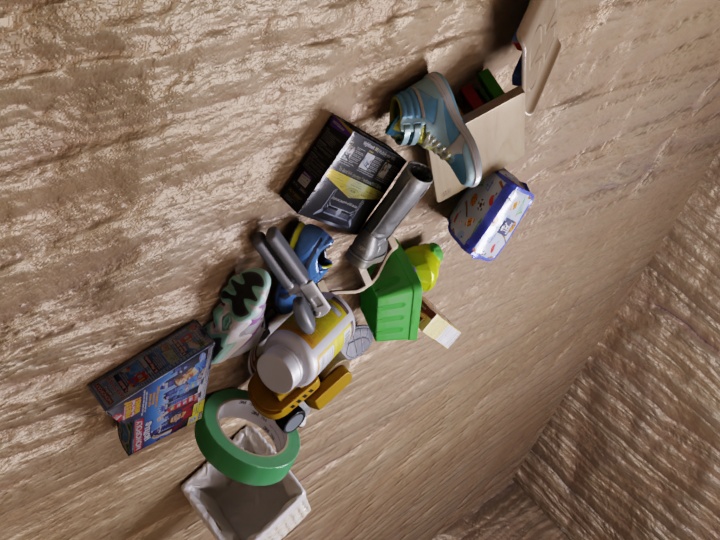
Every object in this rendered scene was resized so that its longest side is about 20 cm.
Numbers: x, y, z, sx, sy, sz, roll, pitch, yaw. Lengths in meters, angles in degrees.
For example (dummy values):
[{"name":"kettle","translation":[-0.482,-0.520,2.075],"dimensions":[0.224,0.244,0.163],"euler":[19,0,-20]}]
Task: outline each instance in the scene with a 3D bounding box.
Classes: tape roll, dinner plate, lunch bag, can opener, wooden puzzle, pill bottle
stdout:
[{"name":"tape roll","translation":[-0.209,0.307,1.589],"dimensions":[0.198,0.200,0.049],"euler":[-5,133,-53]},{"name":"dinner plate","translation":[-0.142,0.124,1.641],"dimensions":[0.199,0.024,0.202],"euler":[-36,152,-22]},{"name":"lunch bag","translation":[0.263,-0.119,1.732],"dimensions":[0.172,0.122,0.200],"euler":[-57,-179,14]},{"name":"can opener","translation":[-0.112,0.016,1.411],"dimensions":[0.052,0.067,0.202],"euler":[-19,123,18]},{"name":"wooden puzzle","translation":[0.310,-0.411,1.522],"dimensions":[0.188,0.045,0.201],"euler":[-65,155,-22]},{"name":"pill bottle","translation":[-0.098,0.130,1.516],"dimensions":[0.200,0.108,0.111],"euler":[-43,160,-49]}]

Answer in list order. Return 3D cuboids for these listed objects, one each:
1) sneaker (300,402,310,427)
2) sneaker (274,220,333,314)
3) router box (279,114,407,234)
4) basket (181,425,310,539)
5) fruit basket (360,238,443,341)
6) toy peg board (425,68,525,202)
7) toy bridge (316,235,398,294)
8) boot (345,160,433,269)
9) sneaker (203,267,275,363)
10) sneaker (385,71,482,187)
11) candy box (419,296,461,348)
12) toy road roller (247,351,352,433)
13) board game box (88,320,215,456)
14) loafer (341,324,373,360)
[{"name":"sneaker","translation":[-0.154,0.274,1.785],"dimensions":[0.080,0.073,0.200],"euler":[-57,159,-1]},{"name":"sneaker","translation":[-0.097,0.010,1.479],"dimensions":[0.066,0.077,0.203],"euler":[-62,174,-52]},{"name":"router box","translation":[-0.024,-0.153,1.412],"dimensions":[0.158,0.052,0.199],"euler":[-54,153,11]},{"name":"basket","translation":[-0.232,0.477,1.794],"dimensions":[0.199,0.198,0.162],"euler":[-40,157,-13]},{"name":"fruit basket","translation":[0.100,0.029,1.759],"dimensions":[0.211,0.157,0.218],"euler":[-19,146,-13]},{"name":"toy peg board","translation":[0.198,-0.257,1.584],"dimensions":[0.196,0.099,0.201],"euler":[-28,152,-4]},{"name":"toy bridge","translation":[0.000,0.000,1.642],"dimensions":[0.198,0.027,0.068],"euler":[-34,110,-24]},{"name":"boot","translation":[0.057,-0.107,1.524],"dimensions":[0.202,0.072,0.182],"euler":[-60,180,19]},{"name":"sneaker","translation":[-0.184,0.071,1.462],"dimensions":[0.201,0.078,0.139],"euler":[-50,156,26]},{"name":"sneaker","translation":[0.113,-0.214,1.416],"dimensions":[0.129,0.203,0.079],"euler":[-26,179,-21]},{"name":"candy box","translation":[0.150,0.104,1.943],"dimensions":[0.055,0.115,0.200],"euler":[-47,153,4]},{"name":"toy road roller","translation":[-0.121,0.193,1.602],"dimensions":[0.199,0.123,0.147],"euler":[-39,152,-16]},{"name":"board game box","translation":[-0.346,0.203,1.402],"dimensions":[0.197,0.062,0.203],"euler":[-23,144,-38]},{"name":"loafer","translation":[-0.055,0.162,1.800],"dimensions":[0.198,0.062,0.074],"euler":[-28,118,-41]}]
